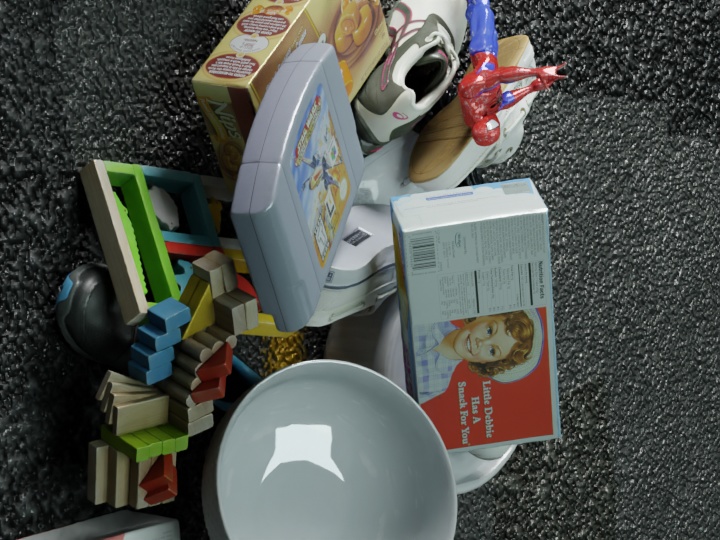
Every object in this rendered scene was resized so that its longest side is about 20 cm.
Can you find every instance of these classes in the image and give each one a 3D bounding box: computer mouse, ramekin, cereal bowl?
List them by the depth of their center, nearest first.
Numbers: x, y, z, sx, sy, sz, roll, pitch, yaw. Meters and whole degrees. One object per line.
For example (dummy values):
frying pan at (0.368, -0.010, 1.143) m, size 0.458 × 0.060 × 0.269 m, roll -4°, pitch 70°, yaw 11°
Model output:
cereal bowl at (-0.032, 0.172, 1.618) m, size 0.199 × 0.083 × 0.202 m, roll 8°, pitch 70°, yaw -24°
ramekin at (0.054, 0.084, 1.827) m, size 0.202 × 0.094 × 0.204 m, roll -4°, pitch 96°, yaw -47°
computer mouse at (0.037, -0.079, 1.833) m, size 0.200 × 0.044 × 0.110 m, roll -29°, pitch 114°, yaw -42°

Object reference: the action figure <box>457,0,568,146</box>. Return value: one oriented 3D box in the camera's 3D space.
action figure at (0.127, -0.185, 1.773) m, size 0.065 × 0.098 × 0.201 m, roll 71°, pitch 20°, yaw -54°

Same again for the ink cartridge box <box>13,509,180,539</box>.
ink cartridge box at (-0.190, 0.290, 1.602) m, size 0.116 × 0.067 × 0.202 m, roll -10°, pitch 99°, yaw -46°

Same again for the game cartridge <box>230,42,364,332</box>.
game cartridge at (-0.044, -0.070, 1.590) m, size 0.201 × 0.041 × 0.134 m, roll -71°, pitch 158°, yaw -44°

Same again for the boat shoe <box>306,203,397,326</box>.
boat shoe at (0.000, 0.000, 1.719) m, size 0.200 × 0.071 × 0.070 m, roll -32°, pitch 145°, yaw -62°

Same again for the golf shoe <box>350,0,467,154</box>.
golf shoe at (0.055, -0.176, 1.801) m, size 0.077 × 0.088 × 0.201 m, roll 48°, pitch 50°, yaw -23°

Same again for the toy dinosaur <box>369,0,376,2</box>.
toy dinosaur at (-0.075, -0.275, 1.667) m, size 0.199 × 0.060 × 0.107 m, roll 22°, pitch 61°, yaw -11°

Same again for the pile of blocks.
pile of blocks at (-0.133, 0.084, 1.543) m, size 0.082 × 0.062 × 0.201 m, roll 19°, pitch 94°, yaw -46°

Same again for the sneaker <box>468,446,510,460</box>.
sneaker at (0.110, 0.059, 1.760) m, size 0.070 × 0.080 × 0.202 m, roll -14°, pitch 104°, yaw -47°

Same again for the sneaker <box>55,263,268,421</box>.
sneaker at (-0.143, 0.054, 1.622) m, size 0.200 × 0.082 × 0.074 m, roll 35°, pitch 72°, yaw -41°

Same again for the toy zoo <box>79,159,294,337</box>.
toy zoo at (-0.116, -0.014, 1.643) m, size 0.199 × 0.020 × 0.132 m, roll 7°, pitch 56°, yaw -47°

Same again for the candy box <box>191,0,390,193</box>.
candy box at (-0.051, -0.164, 1.689) m, size 0.200 × 0.055 × 0.116 m, roll -57°, pitch 145°, yaw -36°

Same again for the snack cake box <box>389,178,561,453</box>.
snack cake box at (0.090, 0.038, 1.679) m, size 0.114 × 0.067 × 0.201 m, roll -8°, pitch 116°, yaw -6°

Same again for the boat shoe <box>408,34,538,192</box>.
boat shoe at (0.108, -0.119, 1.835) m, size 0.200 × 0.070 × 0.070 m, roll -54°, pitch 125°, yaw -39°
